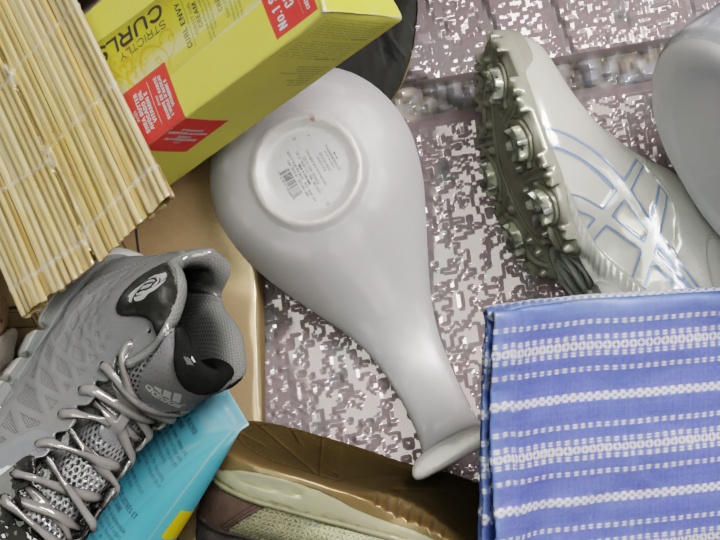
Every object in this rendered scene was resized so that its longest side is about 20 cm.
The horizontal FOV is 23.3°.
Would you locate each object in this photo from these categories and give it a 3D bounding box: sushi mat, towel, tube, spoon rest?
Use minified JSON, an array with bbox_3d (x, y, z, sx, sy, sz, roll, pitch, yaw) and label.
[{"bbox_3d":[-0.155,-0.088,0.772,0.095,0.012,0.201,-34,73,22],"label":"sushi mat"},{"bbox_3d":[0.116,0.110,0.730,0.143,0.024,0.202,-3,98,-20],"label":"towel"},{"bbox_3d":[-0.116,0.129,0.772,0.201,0.050,0.077,-56,36,10],"label":"tube"},{"bbox_3d":[0.000,0.000,0.800,0.099,0.061,0.201,-27,77,4],"label":"spoon rest"}]

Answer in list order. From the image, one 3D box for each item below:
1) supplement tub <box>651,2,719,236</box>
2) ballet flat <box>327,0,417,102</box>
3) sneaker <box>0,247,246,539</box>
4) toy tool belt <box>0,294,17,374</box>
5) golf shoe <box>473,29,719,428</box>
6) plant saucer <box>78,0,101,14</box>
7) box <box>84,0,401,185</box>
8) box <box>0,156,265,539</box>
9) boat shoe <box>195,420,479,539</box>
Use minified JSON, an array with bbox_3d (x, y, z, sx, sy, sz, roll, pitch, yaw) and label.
[{"bbox_3d":[0.233,-0.094,0.741,0.199,0.123,0.123,-32,77,-17],"label":"supplement tub"},{"bbox_3d":[-0.016,-0.171,0.847,0.066,0.057,0.202,-11,84,-18],"label":"ballet flat"},{"bbox_3d":[-0.110,0.065,0.723,0.115,0.075,0.201,-12,46,45],"label":"sneaker"},{"bbox_3d":[-0.252,0.024,0.809,0.198,0.125,0.124,-9,46,24],"label":"toy tool belt"},{"bbox_3d":[0.119,-0.024,0.794,0.096,0.078,0.202,-21,83,-14],"label":"golf shoe"},{"bbox_3d":[-0.190,-0.199,0.876,0.198,0.032,0.203,-1,81,7],"label":"plant saucer"},{"bbox_3d":[-0.074,-0.094,0.756,0.199,0.050,0.076,-29,74,39],"label":"box"},{"bbox_3d":[-0.124,0.030,0.832,0.162,0.021,0.202,-2,79,8],"label":"box"},{"bbox_3d":[0.022,0.127,0.776,0.198,0.073,0.065,21,110,2],"label":"boat shoe"}]
